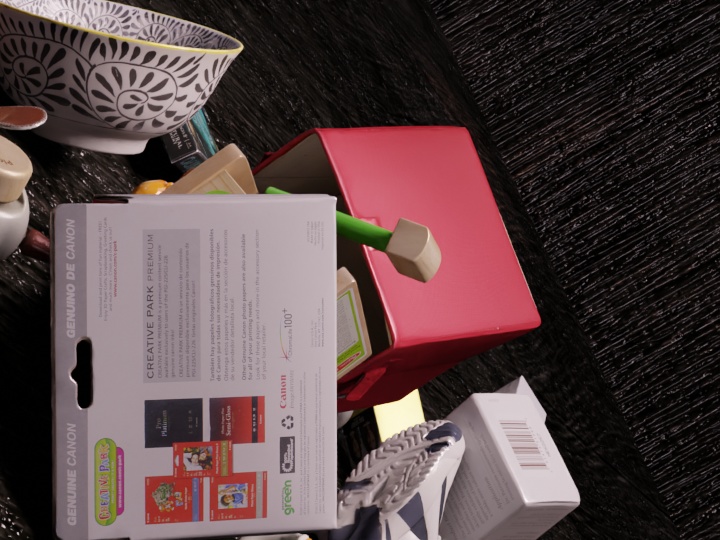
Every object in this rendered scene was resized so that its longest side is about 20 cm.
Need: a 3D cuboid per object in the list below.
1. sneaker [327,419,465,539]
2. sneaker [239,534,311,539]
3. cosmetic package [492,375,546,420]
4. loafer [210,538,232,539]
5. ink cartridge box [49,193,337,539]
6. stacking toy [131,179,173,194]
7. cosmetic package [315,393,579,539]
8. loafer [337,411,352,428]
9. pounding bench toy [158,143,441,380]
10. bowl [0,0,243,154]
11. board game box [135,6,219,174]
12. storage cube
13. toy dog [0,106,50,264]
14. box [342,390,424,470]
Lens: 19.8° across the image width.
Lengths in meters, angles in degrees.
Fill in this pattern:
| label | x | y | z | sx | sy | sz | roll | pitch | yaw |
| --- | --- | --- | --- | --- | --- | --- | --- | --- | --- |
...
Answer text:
| label | x | y | z | sx | sy | sz | roll | pitch | yaw |
| --- | --- | --- | --- | --- | --- | --- | --- | --- | --- |
| sneaker | 0.036 | 0.219 | 1.517 | 0.130 | 0.079 | 0.200 | 52 | 53 | -33 |
| sneaker | -0.035 | 0.233 | 1.357 | 0.080 | 0.078 | 0.200 | 51 | -7 | -27 |
| cosmetic package | 0.092 | 0.173 | 1.890 | 0.052 | 0.150 | 0.200 | 59 | 11 | -4 |
| loafer | -0.079 | 0.202 | 1.298 | 0.201 | 0.069 | 0.075 | 61 | 12 | 2 |
| ink cartridge box | -0.108 | 0.055 | 1.221 | 0.084 | 0.175 | 0.201 | -173 | -97 | -68 |
| stacking toy | -0.120 | -0.040 | 1.686 | 0.200 | 0.116 | 0.110 | 20 | 45 | -52 |
| cosmetic package | 0.065 | 0.190 | 1.587 | 0.074 | 0.200 | 0.102 | 6 | 50 | -45 |
| loafer | -0.042 | 0.062 | 1.790 | 0.070 | 0.070 | 0.201 | 36 | 25 | -44 |
| pounding bench toy | -0.063 | -0.006 | 1.427 | 0.156 | 0.200 | 0.124 | 49 | -11 | 24 |
| bowl | -0.192 | -0.141 | 1.507 | 0.200 | 0.095 | 0.201 | 13 | 12 | -3 |
| board game box | -0.157 | -0.137 | 1.780 | 0.200 | 0.028 | 0.136 | 53 | 13 | -80 |
| storage cube | 0.000 | 0.000 | 1.585 | 0.179 | 0.171 | 0.201 | -5 | 70 | -48 |
| toy dog | -0.224 | -0.057 | 1.221 | 0.096 | 0.132 | 0.201 | 26 | 39 | -30 |
| box | 0.008 | 0.080 | 1.819 | 0.075 | 0.050 | 0.201 | 143 | -62 | -61 |
